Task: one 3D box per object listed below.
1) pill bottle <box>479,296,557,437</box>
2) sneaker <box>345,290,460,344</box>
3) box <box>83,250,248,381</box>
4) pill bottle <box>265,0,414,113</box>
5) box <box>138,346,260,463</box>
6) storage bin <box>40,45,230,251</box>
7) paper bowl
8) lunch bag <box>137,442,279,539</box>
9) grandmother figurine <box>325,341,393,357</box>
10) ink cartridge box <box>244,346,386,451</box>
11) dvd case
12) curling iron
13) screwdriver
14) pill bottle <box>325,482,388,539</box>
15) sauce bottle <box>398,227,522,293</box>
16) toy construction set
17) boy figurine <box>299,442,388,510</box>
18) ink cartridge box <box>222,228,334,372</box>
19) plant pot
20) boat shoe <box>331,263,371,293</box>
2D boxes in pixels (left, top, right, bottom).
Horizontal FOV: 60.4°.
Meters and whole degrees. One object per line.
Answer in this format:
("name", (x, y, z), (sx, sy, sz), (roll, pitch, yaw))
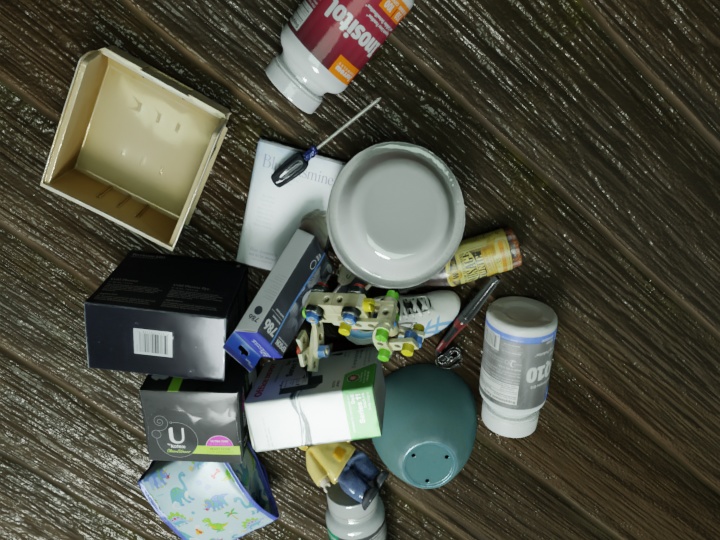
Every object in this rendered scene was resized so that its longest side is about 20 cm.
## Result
("pill bottle", (0.250, 0.157, 1.000), (0.110, 0.114, 0.206), (0, 114, 0))
("sneaker", (0.066, 0.068, 0.969), (0.194, 0.074, 0.073), (-12, 152, -6))
("box", (-0.278, 0.063, 0.924), (0.193, 0.183, 0.107), (7, 115, -2))
("pill bottle", (-0.031, -0.310, 0.804), (0.112, 0.114, 0.200), (38, 108, -15))
("box", (-0.238, 0.182, 0.963), (0.143, 0.201, 0.128), (1, 114, -1))
("storage bin", (-0.309, -0.173, 0.872), (0.196, 0.094, 0.202), (26, 111, -10))
("paper bowl", (0.050, -0.077, 0.869), (0.194, 0.104, 0.208), (0, 89, -5))
("lunch bag", (-0.258, 0.388, 1.091), (0.167, 0.128, 0.204), (-27, 101, 11))
("grandmother figurine", (-0.020, 0.167, 1.036), (0.199, 0.061, 0.121), (-39, 117, 18))
("ink cartridge box", (-0.064, 0.193, 0.945), (0.194, 0.147, 0.086), (-9, 106, 7))
("dvd case", (-0.106, -0.088, 0.949), (0.138, 0.018, 0.205), (14, 112, -5))
("curling iron", (0.174, 0.084, 0.997), (0.049, 0.026, 0.203), (27, 123, 5))
("screwdriver", (-0.052, -0.186, 0.880), (0.198, 0.028, 0.029), (-39, 137, 18))
("pill bottle", (-0.006, 0.477, 1.136), (0.109, 0.114, 0.206), (-6, 112, 3))
("sauce bottle", (0.149, -0.009, 0.958), (0.195, 0.066, 0.067), (-19, 112, 8))
("toy construction set", (-0.013, 0.081, 0.893), (0.194, 0.094, 0.132), (-13, 141, 19))
("boy figurine", (-0.043, 0.316, 1.074), (0.198, 0.124, 0.065), (37, 148, 15))
("ink cartridge box", (-0.113, 0.051, 0.894), (0.038, 0.100, 0.203), (22, 72, 27))
("plant pot", (0.109, 0.282, 1.042), (0.193, 0.136, 0.206), (0, 114, 0))
("boat shoe", (0.000, 0.000, 0.959), (0.199, 0.071, 0.063), (-42, 89, 12))
